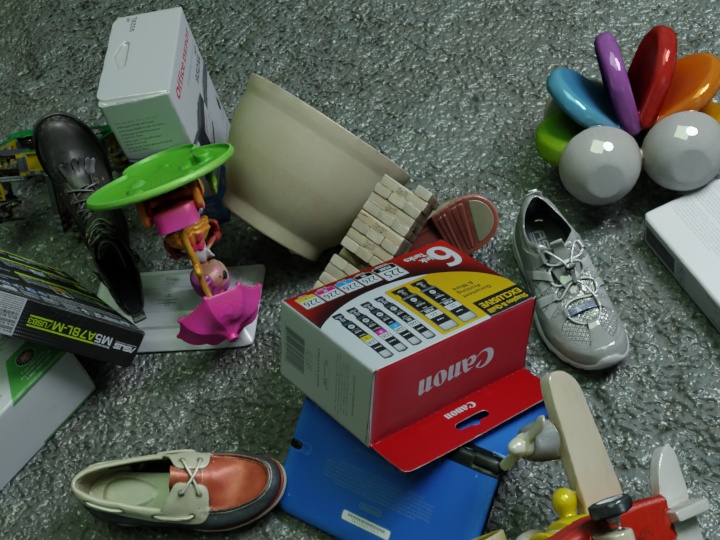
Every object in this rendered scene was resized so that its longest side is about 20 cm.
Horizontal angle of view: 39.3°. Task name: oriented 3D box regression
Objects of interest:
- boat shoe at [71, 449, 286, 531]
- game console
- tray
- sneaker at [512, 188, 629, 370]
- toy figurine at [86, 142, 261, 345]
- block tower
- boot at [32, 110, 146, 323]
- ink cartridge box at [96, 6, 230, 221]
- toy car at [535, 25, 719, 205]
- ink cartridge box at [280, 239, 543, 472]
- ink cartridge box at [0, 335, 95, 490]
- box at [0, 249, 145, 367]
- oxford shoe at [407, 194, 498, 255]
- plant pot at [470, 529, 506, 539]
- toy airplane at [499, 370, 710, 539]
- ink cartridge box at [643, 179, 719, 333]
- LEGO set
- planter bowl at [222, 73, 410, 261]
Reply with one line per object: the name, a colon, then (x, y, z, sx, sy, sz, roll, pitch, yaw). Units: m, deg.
boat shoe: (-0.166, 0.197, 0.922, 0.197, 0.063, 0.072, -7, 57, 16)
game console: (0.049, 0.169, 0.926, 0.198, 0.118, 0.173, 19, 90, 28)
tray: (-0.205, 0.037, 1.096, 0.197, 0.022, 0.108, -4, 51, 12)
sneaker: (0.192, 0.008, 0.969, 0.074, 0.082, 0.201, -22, 50, -3)
toy figurine: (-0.168, -0.017, 1.010, 0.148, 0.186, 0.200, -22, 19, -7)
block tower: (0.000, 0.000, 0.992, 0.057, 0.054, 0.201, 34, 93, 13)
boot: (-0.275, -0.060, 1.054, 0.069, 0.202, 0.174, -26, 27, -9)
ink cartridge box: (-0.212, -0.169, 1.141, 0.082, 0.201, 0.147, -8, 51, 9)
toy car: (0.274, -0.171, 1.027, 0.197, 0.151, 0.176, -9, 35, 8)
ink cartridge box: (0.057, 0.068, 0.901, 0.198, 0.085, 0.175, -21, 38, -35)
ink cartridge box: (-0.400, 0.109, 1.052, 0.199, 0.084, 0.147, 28, 65, 31)
box: (-0.345, 0.023, 1.015, 0.192, 0.199, 0.048, 25, 90, 42)
oxford shoe: (0.053, -0.017, 1.052, 0.198, 0.071, 0.075, -24, 6, 9)
plant pot: (0.043, 0.296, 0.736, 0.198, 0.200, 0.143, -23, 76, -4)
toy airplane: (0.182, 0.207, 0.775, 0.140, 0.199, 0.201, -24, 34, 33)
ink cartridge box: (0.395, -0.013, 0.957, 0.172, 0.044, 0.201, -24, 50, -5)
LEGO set: (-0.357, -0.101, 1.213, 0.197, 0.118, 0.154, -5, 22, 7)
planter bowl: (-0.064, -0.096, 1.070, 0.199, 0.200, 0.136, 35, 95, 34)
